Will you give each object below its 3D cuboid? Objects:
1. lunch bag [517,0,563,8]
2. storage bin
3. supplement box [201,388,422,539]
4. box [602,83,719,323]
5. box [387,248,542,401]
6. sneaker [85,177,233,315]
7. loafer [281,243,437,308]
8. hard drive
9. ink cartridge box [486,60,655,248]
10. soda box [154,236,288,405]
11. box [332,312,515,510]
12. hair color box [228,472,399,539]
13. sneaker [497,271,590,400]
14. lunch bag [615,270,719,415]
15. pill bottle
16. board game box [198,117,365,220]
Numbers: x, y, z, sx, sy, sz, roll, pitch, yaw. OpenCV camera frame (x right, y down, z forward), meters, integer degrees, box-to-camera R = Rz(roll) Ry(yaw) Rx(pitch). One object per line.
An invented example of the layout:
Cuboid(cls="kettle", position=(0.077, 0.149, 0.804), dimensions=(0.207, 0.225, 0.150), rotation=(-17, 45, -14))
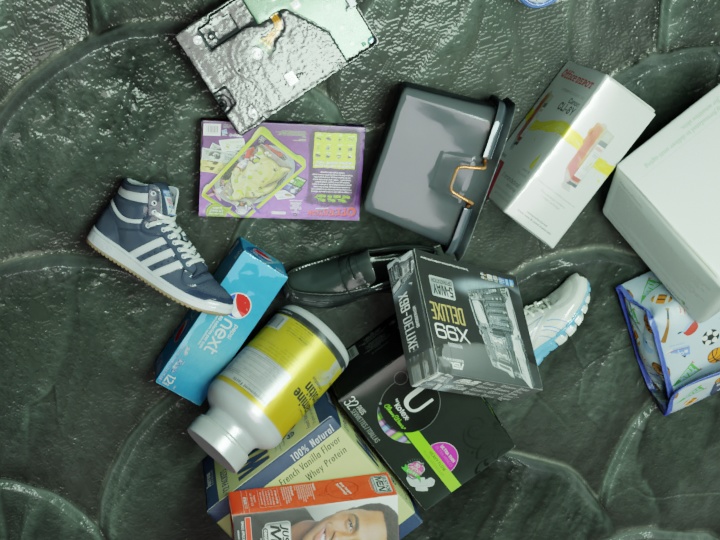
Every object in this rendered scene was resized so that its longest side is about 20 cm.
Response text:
Cuboid(cls="lunch bag", position=(0.206, -0.411, 1.365), dimensions=(0.160, 0.076, 0.200), rotation=(-33, 110, 4))
Cuboid(cls="storage bin", position=(0.087, -0.128, 1.409), dimensions=(0.134, 0.146, 0.201), rotation=(17, 104, -5))
Cuboid(cls="supplement box", position=(-0.066, 0.284, 1.509), dimensions=(0.200, 0.134, 0.200), rotation=(-38, 111, 3))
Cuboid(cls="box", position=(0.434, -0.084, 1.413), dimensions=(0.199, 0.171, 0.200), rotation=(-37, 75, -6))
Cuboid(cls="box", position=(0.128, 0.070, 1.423), dimensions=(0.200, 0.158, 0.050), rotation=(14, 146, -43))
Cuboid(cls="sneaker", position=(-0.220, -0.034, 1.382), dimensions=(0.200, 0.070, 0.109), rotation=(30, 98, 10))
Cuboid(cls="loafer", position=(0.000, 0.000, 1.456), dimensions=(0.200, 0.068, 0.070), rotation=(-8, 148, -12))
Cuboid(cls="hard drive", position=(-0.097, -0.269, 1.361), dimensions=(0.200, 0.038, 0.140), rotation=(-35, 105, -2))
Cuboid(cls="ink cartridge box", position=(0.244, -0.146, 1.422), dimensions=(0.083, 0.145, 0.200), rotation=(35, 99, -17))
Cuboid(cls="soda box", position=(-0.175, 0.063, 1.453), dimensions=(0.068, 0.064, 0.200), rotation=(32, 100, -18))
Cuboid(cls="box", position=(0.075, 0.174, 1.506), dimensions=(0.148, 0.124, 0.200), rotation=(-36, 110, 3))
Cuboid(cls="hair color box", position=(-0.056, 0.313, 1.416), dimensions=(0.199, 0.061, 0.102), rotation=(-6, 109, -10))
Cuboid(cls="sneaker", position=(0.217, 0.074, 1.530), dimensions=(0.087, 0.075, 0.200), rotation=(38, 97, -14))
Cuboid(cls="lunch bag", position=(0.455, 0.088, 1.555), dimensions=(0.170, 0.124, 0.200), rotation=(-23, 122, -3))
Cuboid(cls="pill bottle", position=(-0.115, 0.147, 1.433), dimensions=(0.200, 0.112, 0.112), rotation=(-48, 112, -19))
Cuboid(cls="board game box", position=(-0.097, -0.123, 1.426), dimensions=(0.199, 0.032, 0.120), rotation=(2, 104, -11))
